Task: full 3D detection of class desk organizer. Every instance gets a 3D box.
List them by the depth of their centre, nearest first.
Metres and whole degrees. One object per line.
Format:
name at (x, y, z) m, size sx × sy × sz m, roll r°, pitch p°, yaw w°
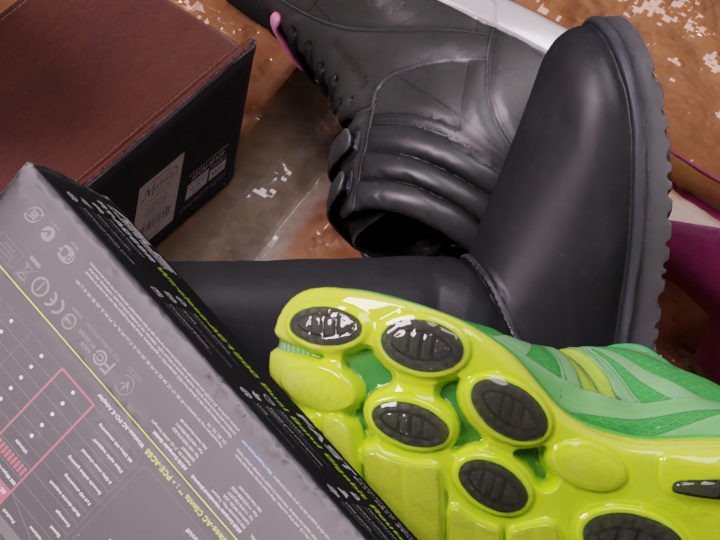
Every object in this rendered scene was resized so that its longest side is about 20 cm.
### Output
desk organizer at (-0.129, -0.023, 1.030) m, size 0.077 × 0.072 × 0.200 m, roll 33°, pitch 50°, yaw 17°

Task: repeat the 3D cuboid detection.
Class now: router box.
router box at (-0.079, 0.090, 0.892) m, size 0.150 × 0.062 × 0.200 m, roll -46°, pitch 69°, yaw 7°

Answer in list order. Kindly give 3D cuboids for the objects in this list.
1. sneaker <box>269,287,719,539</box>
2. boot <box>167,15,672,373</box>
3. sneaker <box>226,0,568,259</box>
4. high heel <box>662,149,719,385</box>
sneaker at (0.063, 0.058, 0.944) m, size 0.200 × 0.074 × 0.084 m, roll 20°, pitch 10°, yaw -9°
boot at (0.000, 0.001, 0.993) m, size 0.200 × 0.165 × 0.066 m, roll -4°, pitch 12°, yaw -16°
sneaker at (-0.002, -0.063, 1.095) m, size 0.200 × 0.071 × 0.099 m, roll 26°, pitch 76°, yaw 34°
high heel at (0.106, -0.038, 1.082) m, size 0.067 × 0.096 × 0.200 m, roll -20°, pitch 58°, yaw -27°
